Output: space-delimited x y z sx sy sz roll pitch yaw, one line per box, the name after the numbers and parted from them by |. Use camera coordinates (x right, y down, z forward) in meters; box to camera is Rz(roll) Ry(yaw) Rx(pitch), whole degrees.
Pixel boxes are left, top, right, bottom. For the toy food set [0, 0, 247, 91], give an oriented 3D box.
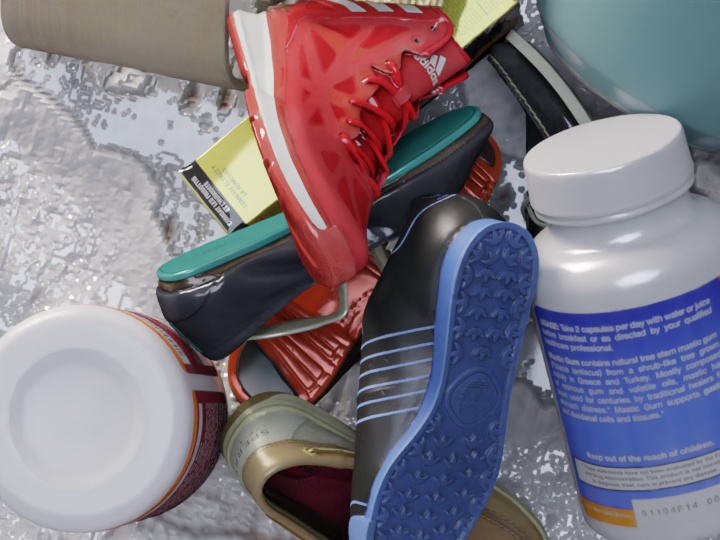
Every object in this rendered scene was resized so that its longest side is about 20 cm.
-0.118 -0.200 1.469 0.143 0.060 0.200 13 115 24 | toy food set

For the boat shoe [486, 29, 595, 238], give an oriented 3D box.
0.117 -0.035 1.474 0.068 0.072 0.200 -29 88 3 | boat shoe

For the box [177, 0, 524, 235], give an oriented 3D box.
-0.003 -0.094 1.487 0.200 0.075 0.050 -39 83 3 | box

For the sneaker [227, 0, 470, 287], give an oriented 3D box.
0.004 -0.082 1.374 0.115 0.078 0.200 -19 46 1 | sneaker

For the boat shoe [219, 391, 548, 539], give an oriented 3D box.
0.016 0.133 1.440 0.200 0.066 0.074 23 112 -23 | boat shoe

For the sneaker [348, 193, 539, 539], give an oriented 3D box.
0.031 0.059 1.382 0.070 0.078 0.200 12 101 -32 | sneaker

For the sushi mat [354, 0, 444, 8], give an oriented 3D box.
0.015 -0.234 1.406 0.095 0.012 0.200 11 85 7 | sushi mat

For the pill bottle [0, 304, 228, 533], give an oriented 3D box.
-0.129 0.076 1.425 0.113 0.200 0.113 0 87 5 | pill bottle

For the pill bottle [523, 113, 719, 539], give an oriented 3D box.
0.145 0.028 1.388 0.112 0.112 0.200 -13 109 4 | pill bottle

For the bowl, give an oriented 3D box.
0.171 -0.137 1.431 0.201 0.201 0.105 34 111 6 | bowl

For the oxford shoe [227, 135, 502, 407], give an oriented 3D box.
0.000 0.000 1.486 0.071 0.073 0.200 42 81 8 | oxford shoe

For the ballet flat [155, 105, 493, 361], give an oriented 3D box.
-0.010 -0.013 1.423 0.200 0.073 0.073 -29 85 -12 | ballet flat
